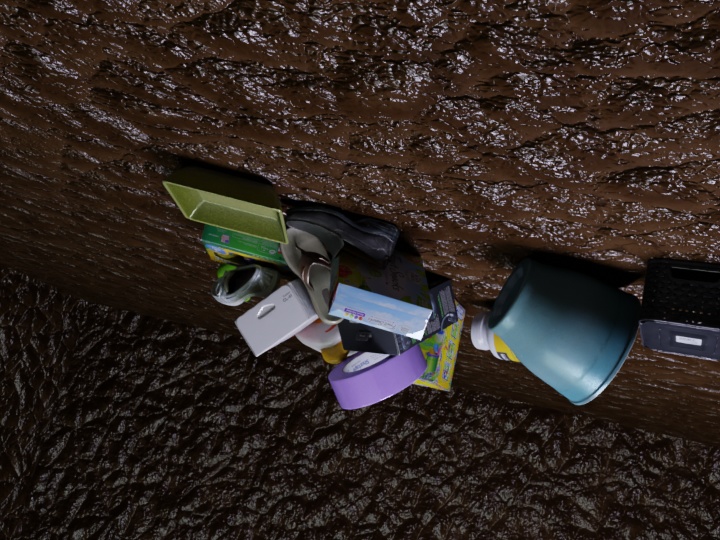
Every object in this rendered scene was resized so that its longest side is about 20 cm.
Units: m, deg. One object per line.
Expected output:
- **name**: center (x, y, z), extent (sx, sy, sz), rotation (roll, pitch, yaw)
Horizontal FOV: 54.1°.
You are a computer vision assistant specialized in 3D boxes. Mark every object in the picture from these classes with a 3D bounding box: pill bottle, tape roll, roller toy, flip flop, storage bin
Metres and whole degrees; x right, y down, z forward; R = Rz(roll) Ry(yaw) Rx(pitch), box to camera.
- **pill bottle**: center (0.335, 0.134, 1.478), extent (0.197, 0.115, 0.111), rotation (2, 162, 41)
- **tape roll**: center (0.035, 0.203, 1.432), extent (0.197, 0.067, 0.200), rotation (-26, -175, 3)
- **roller toy**: center (-0.064, 0.092, 1.564), extent (0.180, 0.203, 0.139), rotation (21, 173, 32)
- **flip flop**: center (-0.082, 0.006, 1.302), extent (0.080, 0.203, 0.057), rotation (-26, -177, -16)
- **storage bin**: center (0.499, 0.064, 1.064), extent (0.132, 0.096, 0.200), rotation (8, 166, 26)

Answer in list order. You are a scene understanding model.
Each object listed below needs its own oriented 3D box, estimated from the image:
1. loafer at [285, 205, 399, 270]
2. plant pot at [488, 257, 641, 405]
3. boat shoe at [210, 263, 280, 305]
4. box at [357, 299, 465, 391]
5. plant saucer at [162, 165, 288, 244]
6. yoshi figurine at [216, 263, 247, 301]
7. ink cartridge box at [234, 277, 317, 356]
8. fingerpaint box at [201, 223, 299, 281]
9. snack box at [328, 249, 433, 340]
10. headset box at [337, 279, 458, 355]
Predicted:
- **loafer**: center (-0.036, -0.057, 1.182), extent (0.195, 0.074, 0.073), rotation (13, 167, 7)
- **plant pot**: center (0.318, 0.082, 1.153), extent (0.185, 0.203, 0.200), rotation (30, 166, 0)
- **boat shoe**: center (-0.241, 0.022, 1.413), extent (0.199, 0.076, 0.064), rotation (-6, 151, 46)
- **box**: center (0.115, 0.152, 1.611), extent (0.196, 0.197, 0.122), rotation (8, 166, 28)
- **plant saucer**: center (-0.215, -0.115, 1.194), extent (0.195, 0.049, 0.200), rotation (14, 167, 1)
- **yoshi figurine**: center (-0.279, 0.005, 1.653), extent (0.111, 0.114, 0.199), rotation (35, 163, -18)
- **ink cartridge box**: center (-0.140, 0.081, 1.408), extent (0.146, 0.087, 0.200), rotation (-35, 178, 18)
- **fingerpaint box**: center (-0.206, -0.046, 1.408), extent (0.195, 0.075, 0.167), rotation (15, 167, -3)
- **snack box**: center (0.031, 0.023, 1.228), extent (0.165, 0.069, 0.201), rotation (17, -154, -8)
- **headset box**: center (0.067, 0.092, 1.425), extent (0.198, 0.095, 0.172), rotation (-23, -166, -40)
